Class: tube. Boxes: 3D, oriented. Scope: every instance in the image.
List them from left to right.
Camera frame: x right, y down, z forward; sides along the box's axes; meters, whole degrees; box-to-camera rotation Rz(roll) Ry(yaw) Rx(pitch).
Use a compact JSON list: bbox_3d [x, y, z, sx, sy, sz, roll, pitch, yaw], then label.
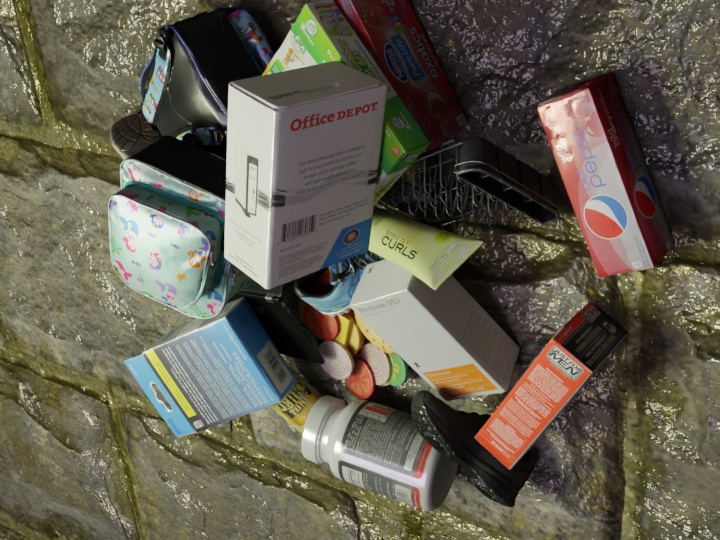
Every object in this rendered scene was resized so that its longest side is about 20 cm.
[{"bbox_3d":[0.054,-0.033,1.177,0.200,0.052,0.058,28,108,54],"label":"tube"}]

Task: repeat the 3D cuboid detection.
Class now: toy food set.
[{"bbox_3d":[-0.011,0.081,1.414,0.200,0.049,0.199,30,130,24],"label":"toy food set"}]

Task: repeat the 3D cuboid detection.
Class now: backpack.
[{"bbox_3d":[-0.214,-0.038,1.257,0.177,0.151,0.201,24,134,14],"label":"backpack"},{"bbox_3d":[-0.197,-0.221,1.340,0.183,0.134,0.200,58,149,0],"label":"backpack"}]

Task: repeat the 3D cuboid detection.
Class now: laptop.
[{"bbox_3d":[-0.125,0.012,1.454,0.187,0.116,0.200,8,139,48],"label":"laptop"}]

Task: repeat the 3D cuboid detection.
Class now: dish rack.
[{"bbox_3d":[0.106,-0.084,1.164,0.199,0.153,0.055,-16,59,44],"label":"dish rack"}]

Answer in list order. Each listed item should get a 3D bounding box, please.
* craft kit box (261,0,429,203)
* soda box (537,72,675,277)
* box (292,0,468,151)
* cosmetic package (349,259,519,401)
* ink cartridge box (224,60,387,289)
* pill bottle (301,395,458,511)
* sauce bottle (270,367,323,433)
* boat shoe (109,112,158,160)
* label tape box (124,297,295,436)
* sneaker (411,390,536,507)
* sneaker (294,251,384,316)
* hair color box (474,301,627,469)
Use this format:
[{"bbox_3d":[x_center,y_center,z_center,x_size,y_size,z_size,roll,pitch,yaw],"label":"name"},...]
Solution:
[{"bbox_3d":[-0.037,-0.162,1.155,0.200,0.048,0.198,57,143,10],"label":"craft kit box"},{"bbox_3d":[0.258,-0.098,1.080,0.070,0.063,0.201,-13,105,43],"label":"soda box"},{"bbox_3d":[0.023,-0.224,1.180,0.099,0.095,0.201,-20,100,46],"label":"box"},{"bbox_3d":[0.093,0.069,1.252,0.101,0.071,0.200,-17,127,44],"label":"cosmetic package"},{"bbox_3d":[-0.059,-0.102,1.062,0.084,0.146,0.201,33,130,38],"label":"ink cartridge box"},{"bbox_3d":[0.027,0.244,1.411,0.199,0.116,0.116,15,123,24],"label":"pill bottle"},{"bbox_3d":[-0.117,0.171,1.502,0.200,0.065,0.065,41,137,-14],"label":"sauce bottle"},{"bbox_3d":[-0.307,-0.155,1.473,0.200,0.074,0.074,-122,18,-46],"label":"boat shoe"},{"bbox_3d":[-0.211,0.140,1.445,0.199,0.066,0.144,-23,107,31],"label":"label tape box"},{"bbox_3d":[0.144,0.210,1.309,0.200,0.091,0.076,45,166,-21],"label":"sneaker"},{"bbox_3d":[0.000,0.000,1.298,0.200,0.090,0.079,-30,65,27],"label":"sneaker"},{"bbox_3d":[0.222,0.138,1.216,0.061,0.101,0.200,42,132,14],"label":"hair color box"}]
